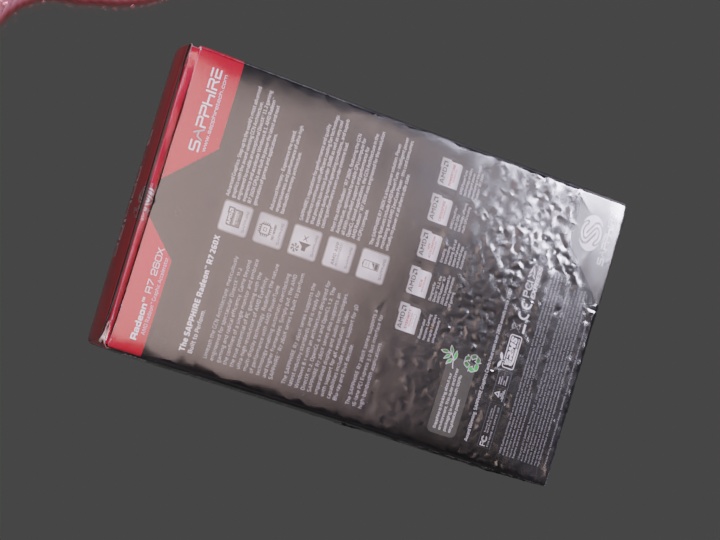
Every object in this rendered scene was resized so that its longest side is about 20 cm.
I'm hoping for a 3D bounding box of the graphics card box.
[{"bbox_3d":[0.000,0.000,0.817,0.198,0.051,0.127,18,85,-16],"label":"graphics card box"}]
